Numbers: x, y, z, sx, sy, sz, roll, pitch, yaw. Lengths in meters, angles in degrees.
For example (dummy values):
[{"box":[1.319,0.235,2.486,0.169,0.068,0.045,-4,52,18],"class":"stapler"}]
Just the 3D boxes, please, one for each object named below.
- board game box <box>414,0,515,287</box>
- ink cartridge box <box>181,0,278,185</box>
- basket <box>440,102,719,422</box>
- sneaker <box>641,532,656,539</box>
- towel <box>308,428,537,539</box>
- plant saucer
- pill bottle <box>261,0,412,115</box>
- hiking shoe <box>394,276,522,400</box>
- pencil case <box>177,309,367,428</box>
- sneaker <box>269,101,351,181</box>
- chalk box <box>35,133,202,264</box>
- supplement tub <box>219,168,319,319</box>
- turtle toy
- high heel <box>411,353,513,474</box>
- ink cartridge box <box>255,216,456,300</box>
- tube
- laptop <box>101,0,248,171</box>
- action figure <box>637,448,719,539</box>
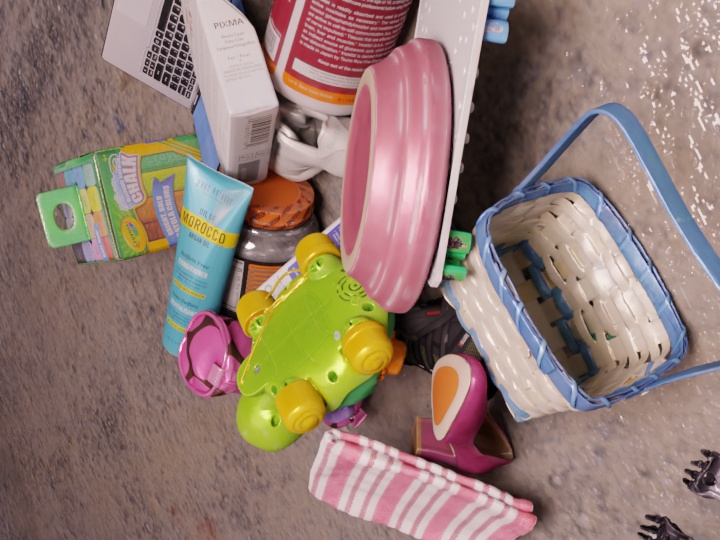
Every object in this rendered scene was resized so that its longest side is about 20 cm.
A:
[{"box":[0.061,-0.113,0.654,0.200,0.025,0.204,-113,29,-71],"class":"board game box"},{"box":[-0.127,-0.200,0.809,0.160,0.046,0.203,120,136,-72],"class":"ink cartridge box"},{"box":[0.155,0.005,0.603,0.178,0.138,0.200,62,151,9],"class":"basket"},{"box":[0.207,0.280,0.714,0.089,0.073,0.201,53,130,27],"class":"sneaker"},{"box":[0.048,0.211,0.795,0.197,0.030,0.147,20,146,3],"class":"towel"},{"box":[0.019,-0.072,0.656,0.200,0.050,0.205,-174,90,-82],"class":"plant saucer"},{"box":[-0.009,-0.241,0.725,0.113,0.112,0.202,48,135,25],"class":"pill bottle"},{"box":[0.076,0.075,0.778,0.199,0.075,0.102,-28,80,50],"class":"hiking shoe"},{"box":[-0.082,0.104,0.878,0.091,0.198,0.094,-51,43,23],"class":"pencil case"},{"box":[-0.056,-0.129,0.819,0.199,0.088,0.077,15,85,54],"class":"sneaker"},{"box":[-0.275,-0.080,1.028,0.123,0.198,0.127,-2,103,49],"class":"chalk box"},{"box":[-0.110,-0.001,0.929,0.122,0.121,0.203,39,130,33],"class":"supplement tub"},{"box":[-0.040,0.076,0.757,0.200,0.101,0.147,-43,49,14],"class":"turtle toy"},{"box":[0.101,0.121,0.709,0.201,0.094,0.068,101,172,-57],"class":"high heel"},{"box":[0.000,0.000,0.823,0.199,0.039,0.100,-39,72,15],"class":"ink cartridge box"},{"box":[-0.153,-0.008,0.851,0.076,0.050,0.203,24,120,13],"class":"tube"},{"box":[-0.202,-0.230,0.945,0.198,0.117,0.188,29,133,-4],"class":"laptop"},{"box":[0.286,0.184,0.557,0.198,0.102,0.120,27,100,-6],"class":"action figure"}]
